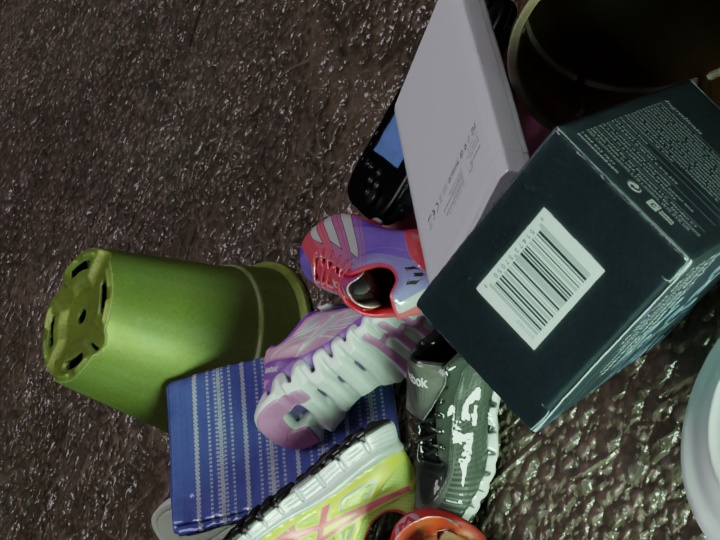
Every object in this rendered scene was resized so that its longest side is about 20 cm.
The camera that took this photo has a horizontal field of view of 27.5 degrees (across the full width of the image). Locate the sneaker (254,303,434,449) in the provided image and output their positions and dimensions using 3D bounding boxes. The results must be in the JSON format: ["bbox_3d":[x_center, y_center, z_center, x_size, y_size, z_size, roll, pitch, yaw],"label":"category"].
[{"bbox_3d":[-0.003,0.054,1.166,0.199,0.081,0.089,-32,37,13],"label":"sneaker"}]

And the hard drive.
[{"bbox_3d":[0.066,-0.088,0.999,0.132,0.026,0.201,114,156,-43],"label":"hard drive"}]

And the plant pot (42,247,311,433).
[{"bbox_3d":[-0.176,0.064,1.327,0.199,0.189,0.202,-25,56,44],"label":"plant pot"}]

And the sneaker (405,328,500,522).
[{"bbox_3d":[0.063,0.097,1.079,0.066,0.090,0.202,17,88,55],"label":"sneaker"}]

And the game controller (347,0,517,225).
[{"bbox_3d":[0.053,-0.130,1.148,0.201,0.042,0.104,-59,33,7],"label":"game controller"}]

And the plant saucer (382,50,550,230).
[{"bbox_3d":[0.097,-0.084,1.139,0.200,0.051,0.202,-34,43,40],"label":"plant saucer"}]

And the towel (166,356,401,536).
[{"bbox_3d":[-0.065,0.134,1.206,0.198,0.024,0.146,-14,56,9],"label":"towel"}]

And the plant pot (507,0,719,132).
[{"bbox_3d":[0.192,-0.217,0.979,0.200,0.199,0.200,-35,42,39],"label":"plant pot"}]

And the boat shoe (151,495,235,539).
[{"bbox_3d":[-0.095,0.191,1.272,0.199,0.074,0.060,-28,16,36],"label":"boat shoe"}]

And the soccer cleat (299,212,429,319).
[{"bbox_3d":[0.000,0.000,1.096,0.199,0.076,0.067,7,123,55],"label":"soccer cleat"}]

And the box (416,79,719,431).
[{"bbox_3d":[0.154,-0.015,0.889,0.107,0.200,0.149,46,124,14],"label":"box"}]

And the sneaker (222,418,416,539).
[{"bbox_3d":[-0.035,0.204,1.116,0.199,0.091,0.078,-37,2,4],"label":"sneaker"}]

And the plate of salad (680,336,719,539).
[{"bbox_3d":[0.271,0.085,0.847,0.200,0.048,0.201,-34,40,35],"label":"plate of salad"}]

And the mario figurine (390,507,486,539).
[{"bbox_3d":[0.072,0.233,0.983,0.200,0.123,0.107,54,138,44],"label":"mario figurine"}]
